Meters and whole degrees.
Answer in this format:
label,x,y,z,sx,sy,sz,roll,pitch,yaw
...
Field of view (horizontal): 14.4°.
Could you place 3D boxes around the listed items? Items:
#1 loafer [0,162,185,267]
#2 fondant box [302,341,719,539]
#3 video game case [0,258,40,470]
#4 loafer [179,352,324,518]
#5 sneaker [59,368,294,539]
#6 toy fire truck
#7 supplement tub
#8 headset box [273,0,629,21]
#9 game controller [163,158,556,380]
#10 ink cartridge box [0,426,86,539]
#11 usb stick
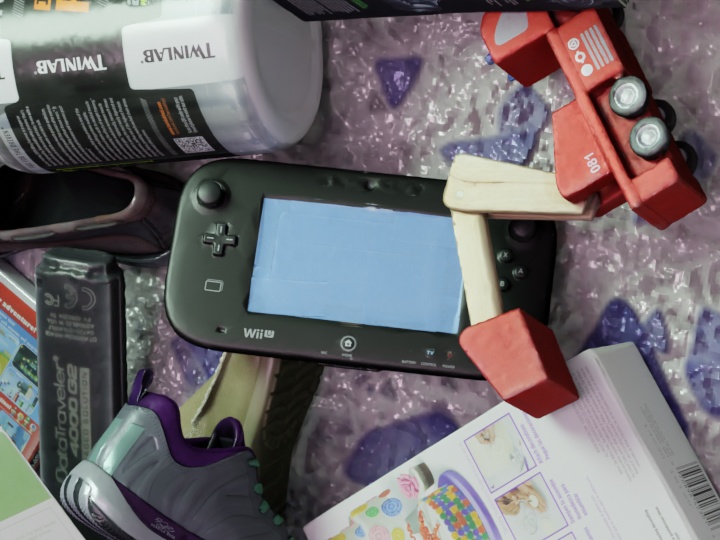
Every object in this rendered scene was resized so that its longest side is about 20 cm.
label,x,y,z,sx,sy,sz,roll,pitch,yaw
loafer,-0.186,-0.044,1.588,0.199,0.063,0.072,6,76,26
fondant box,0.087,0.147,1.468,0.200,0.058,0.145,-33,78,25
video game case,-0.248,0.083,1.665,0.143,0.017,0.201,39,111,20
loafer,-0.070,0.080,1.536,0.067,0.076,0.201,18,103,19
sneaker,-0.059,0.132,1.477,0.074,0.200,0.088,15,71,53
toy fire truck,0.093,-0.044,1.419,0.141,0.049,0.201,-31,65,15
supplement tub,-0.130,-0.116,1.515,0.199,0.122,0.123,-5,92,21
headset box,0.048,-0.222,1.412,0.199,0.093,0.175,1,76,28
game controller,0.000,0.000,1.467,0.199,0.042,0.105,6,63,6
ink cartridge box,-0.186,0.180,1.581,0.145,0.048,0.201,-25,106,28
usb stick,-0.154,0.086,1.582,0.055,0.033,0.201,9,111,22
